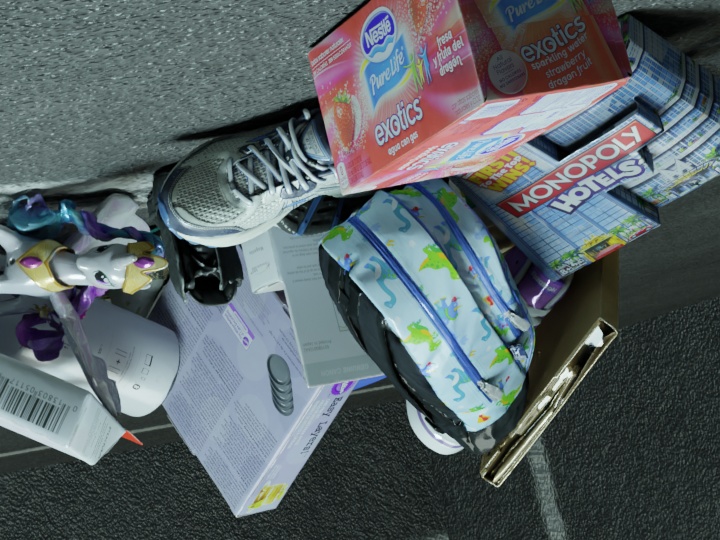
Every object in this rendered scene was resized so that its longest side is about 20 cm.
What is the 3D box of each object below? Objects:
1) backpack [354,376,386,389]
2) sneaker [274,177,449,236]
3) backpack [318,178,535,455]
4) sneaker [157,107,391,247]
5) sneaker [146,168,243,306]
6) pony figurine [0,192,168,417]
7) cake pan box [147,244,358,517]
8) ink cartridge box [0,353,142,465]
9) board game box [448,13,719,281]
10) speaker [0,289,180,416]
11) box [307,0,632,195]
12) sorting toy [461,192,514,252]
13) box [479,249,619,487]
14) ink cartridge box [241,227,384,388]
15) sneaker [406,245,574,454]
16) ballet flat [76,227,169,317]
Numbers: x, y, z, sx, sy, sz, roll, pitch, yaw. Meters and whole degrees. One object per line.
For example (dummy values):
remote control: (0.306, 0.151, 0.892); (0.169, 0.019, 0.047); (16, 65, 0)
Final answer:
backpack: (-0.066, 0.032, 1.874); (0.199, 0.169, 0.162); (-16, 166, 34)
sneaker: (-0.012, -0.072, 1.627); (0.199, 0.076, 0.077); (-7, -168, -43)
backpack: (0.047, 0.020, 1.553); (0.154, 0.163, 0.200); (-43, 143, 11)
sneaker: (-0.046, -0.079, 1.485); (0.199, 0.077, 0.085); (-21, 171, -22)
sneaker: (-0.124, -0.018, 1.620); (0.060, 0.105, 0.200); (-14, 172, -4)
pony figurine: (-0.228, 0.012, 1.576); (0.198, 0.168, 0.193); (1, 165, 4)
cake pan box: (-0.099, 0.070, 1.770); (0.052, 0.200, 0.185); (-6, 138, -45)
ink cartridge box: (-0.258, 0.101, 1.607); (0.162, 0.057, 0.200); (22, 163, 11)
board game box: (0.145, -0.091, 1.518); (0.199, 0.062, 0.199); (-30, 139, 35)
speaker: (-0.243, 0.051, 1.730); (0.081, 0.082, 0.199); (-20, 147, 40)
box: (0.059, -0.119, 1.255); (0.102, 0.095, 0.200); (-10, 172, -25)
sorting toy: (0.174, -0.083, 1.739); (0.198, 0.070, 0.200); (-24, 169, 25)
box: (0.150, 0.058, 1.673); (0.164, 0.021, 0.200); (-55, -173, 24)
ink cartridge box: (0.000, 0.000, 1.709); (0.199, 0.175, 0.043); (-7, 171, -41)
sneaker: (0.105, 0.045, 1.672); (0.114, 0.072, 0.201); (-44, -165, 53)
ballet flat: (-0.225, 0.022, 1.831); (0.199, 0.076, 0.068); (-17, 168, 20)
